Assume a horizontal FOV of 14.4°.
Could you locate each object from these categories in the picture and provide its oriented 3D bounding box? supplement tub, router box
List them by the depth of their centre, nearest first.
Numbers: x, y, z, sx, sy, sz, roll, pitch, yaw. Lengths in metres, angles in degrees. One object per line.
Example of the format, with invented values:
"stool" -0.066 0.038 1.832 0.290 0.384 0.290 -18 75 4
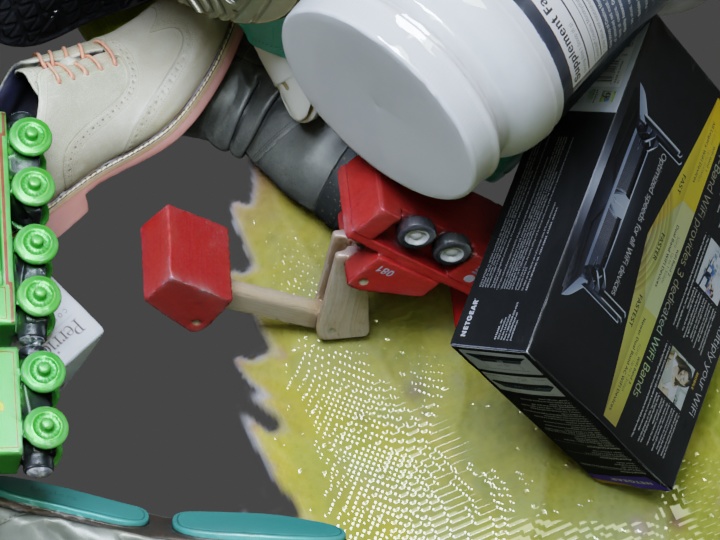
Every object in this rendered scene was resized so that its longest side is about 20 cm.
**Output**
"supplement tub" 0.071 -0.147 1.401 0.140 0.140 0.200 39 69 10
"router box" 0.138 -0.010 1.483 0.052 0.157 0.201 5 63 40

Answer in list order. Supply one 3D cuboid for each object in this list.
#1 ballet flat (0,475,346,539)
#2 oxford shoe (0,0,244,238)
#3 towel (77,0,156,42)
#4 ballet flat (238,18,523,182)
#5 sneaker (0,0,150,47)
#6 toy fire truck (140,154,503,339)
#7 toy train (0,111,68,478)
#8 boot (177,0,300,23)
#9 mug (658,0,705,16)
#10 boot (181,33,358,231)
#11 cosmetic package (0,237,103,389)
"ballet flat" -0.105 0.150 1.464 0.199 0.067 0.064 8 97 0
"oxford shoe" -0.142 -0.093 1.513 0.200 0.074 0.071 -47 43 -10
"towel" -0.080 -0.194 1.605 0.199 0.018 0.086 -32 75 -14
"ballet flat" -0.001 -0.100 1.495 0.199 0.067 0.071 25 101 13
"sneaker" -0.163 -0.175 1.512 0.083 0.200 0.072 45 118 13
"toy fire truck" 0.000 0.000 1.496 0.199 0.141 0.049 25 44 -36
"toy train" -0.179 0.010 1.426 0.056 0.042 0.201 0 64 -13
"boot" -0.059 -0.198 1.491 0.175 0.200 0.066 31 115 18
"mug" 0.133 -0.243 1.556 0.199 0.147 0.176 15 70 -32
"boot" -0.006 -0.129 1.560 0.130 0.068 0.200 36 76 10
"cosmetic package" -0.242 0.003 1.467 0.200 0.071 0.101 44 54 2
